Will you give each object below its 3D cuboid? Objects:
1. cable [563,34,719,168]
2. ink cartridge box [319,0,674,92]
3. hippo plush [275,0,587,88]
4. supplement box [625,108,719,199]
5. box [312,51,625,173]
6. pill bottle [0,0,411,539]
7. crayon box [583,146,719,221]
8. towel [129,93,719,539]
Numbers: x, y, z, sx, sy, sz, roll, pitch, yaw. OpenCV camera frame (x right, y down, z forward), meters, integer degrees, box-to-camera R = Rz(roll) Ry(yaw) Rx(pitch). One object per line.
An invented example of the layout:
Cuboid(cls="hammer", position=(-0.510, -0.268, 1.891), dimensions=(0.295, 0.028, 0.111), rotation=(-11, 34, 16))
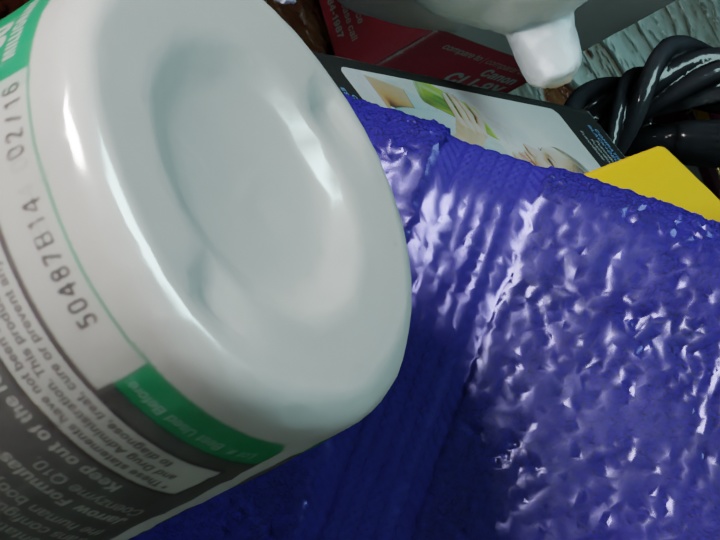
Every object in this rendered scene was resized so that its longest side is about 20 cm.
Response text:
Cuboid(cls="cable", position=(0.117, 0.004, 1.058), dimensions=(0.200, 0.051, 0.163), rotation=(-31, 80, -17))
Cuboid(cls="ink cartridge box", position=(0.074, -0.166, 1.082), dimensions=(0.083, 0.200, 0.146), rotation=(15, 54, -52))
Cuboid(cls="hippo plush", position=(0.006, -0.143, 0.888), dimensions=(0.160, 0.200, 0.160), rotation=(9, 89, -30))
Cuboid(cls="supplement box", position=(0.161, -0.004, 1.199), dimensions=(0.200, 0.086, 0.111), rotation=(0, 66, -57))
Cuboid(cls="box", position=(0.000, 0.000, 0.914), dimensions=(0.200, 0.117, 0.060), rotation=(6, 42, -54))
Cuboid(cls="pill bottle", position=(-0.097, 0.020, 0.671), dimensions=(0.113, 0.200, 0.113), rotation=(37, 38, -36))
Cuboid(cls="crayon box", position=(0.041, 0.037, 0.866), dimensions=(0.052, 0.200, 0.126), rotation=(46, 28, 13))
Cuboid(cls="towel", position=(0.025, 0.042, 0.741), dimensions=(0.050, 0.199, 0.148), rotation=(68, 41, -75))
